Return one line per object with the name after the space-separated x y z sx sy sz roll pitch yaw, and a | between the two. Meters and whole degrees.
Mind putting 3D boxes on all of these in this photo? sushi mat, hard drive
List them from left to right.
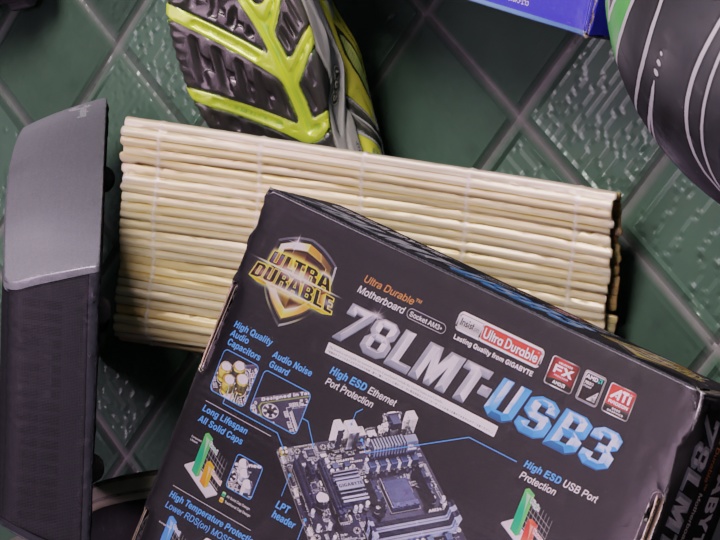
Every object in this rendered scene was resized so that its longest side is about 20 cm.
-0.121 0.017 1.080 0.200 0.042 0.135 -101 15 -68 | hard drive
0.000 0.000 1.024 0.199 0.012 0.096 10 112 18 | sushi mat

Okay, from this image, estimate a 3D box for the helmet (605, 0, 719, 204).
0.165 -0.096 0.822 0.200 0.200 0.191 26 105 38 | helmet

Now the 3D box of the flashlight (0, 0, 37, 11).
-0.178 -0.216 1.201 0.068 0.068 0.201 -7 87 42 | flashlight

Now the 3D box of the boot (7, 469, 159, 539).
-0.099 0.174 1.113 0.203 0.073 0.154 -29 57 44 | boot

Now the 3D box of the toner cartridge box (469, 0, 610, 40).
0.038 -0.127 0.997 0.200 0.095 0.043 22 105 39 | toner cartridge box

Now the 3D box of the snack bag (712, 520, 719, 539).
0.091 0.156 1.003 0.200 0.021 0.189 -21 77 39 | snack bag

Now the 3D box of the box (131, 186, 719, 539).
0.014 0.097 0.939 0.200 0.050 0.199 25 96 35 | box

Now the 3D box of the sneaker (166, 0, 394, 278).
-0.014 -0.039 1.065 0.075 0.076 0.201 -7 104 21 | sneaker
